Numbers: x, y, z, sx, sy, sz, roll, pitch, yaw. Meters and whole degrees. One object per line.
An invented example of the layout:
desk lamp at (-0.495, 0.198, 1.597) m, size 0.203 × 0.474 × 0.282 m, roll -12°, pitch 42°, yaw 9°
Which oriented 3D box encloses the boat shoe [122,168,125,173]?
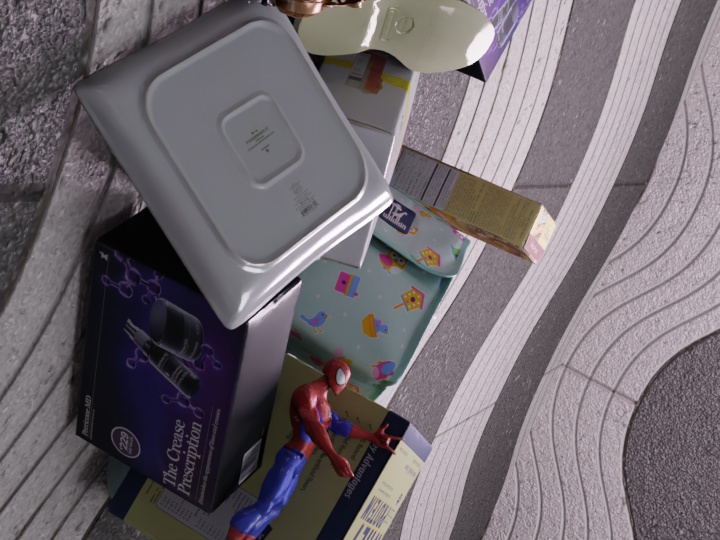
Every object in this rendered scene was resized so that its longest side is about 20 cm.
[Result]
boat shoe at (-0.086, -0.078, 0.978) m, size 0.200 × 0.071 × 0.091 m, roll 30°, pitch 80°, yaw -45°

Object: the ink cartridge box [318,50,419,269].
ink cartridge box at (-0.006, -0.119, 1.119) m, size 0.200 × 0.083 × 0.146 m, roll -71°, pitch 176°, yaw -53°

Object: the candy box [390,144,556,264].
candy box at (0.108, -0.076, 1.387) m, size 0.055 × 0.199 × 0.115 m, roll -65°, pitch 162°, yaw -2°

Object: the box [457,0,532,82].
box at (0.119, -0.304, 1.305) m, size 0.142 × 0.079 × 0.200 m, roll -63°, pitch 162°, yaw -8°

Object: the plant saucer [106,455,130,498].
plant saucer at (-0.165, 0.145, 1.217) m, size 0.201 × 0.039 × 0.201 m, roll -53°, pitch 159°, yaw -30°

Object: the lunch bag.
lunch bag at (0.000, 0.000, 1.235) m, size 0.200 × 0.170 × 0.122 m, roll -58°, pitch -177°, yaw -22°

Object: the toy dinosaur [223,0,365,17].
toy dinosaur at (-0.053, -0.208, 0.869) m, size 0.200 × 0.136 × 0.102 m, roll 25°, pitch 112°, yaw -31°

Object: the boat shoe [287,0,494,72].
boat shoe at (0.024, -0.213, 1.060) m, size 0.201 × 0.063 × 0.074 m, roll 1°, pitch 130°, yaw -32°

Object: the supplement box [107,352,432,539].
supplement box at (-0.076, 0.186, 1.136) m, size 0.200 × 0.199 × 0.134 m, roll -60°, pitch 161°, yaw -9°

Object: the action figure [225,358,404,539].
action figure at (-0.037, 0.172, 1.023) m, size 0.065 × 0.099 × 0.201 m, roll 63°, pitch 49°, yaw -73°

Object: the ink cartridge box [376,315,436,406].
ink cartridge box at (-0.024, 0.098, 1.446) m, size 0.200 × 0.050 × 0.161 m, roll 7°, pitch 121°, yaw -42°

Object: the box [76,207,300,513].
box at (-0.140, 0.071, 0.997) m, size 0.079 × 0.141 × 0.201 m, roll -38°, pitch 150°, yaw -49°

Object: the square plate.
square plate at (-0.077, -0.091, 0.912) m, size 0.200 × 0.199 × 0.028 m, roll -40°, pitch -168°, yaw -38°
